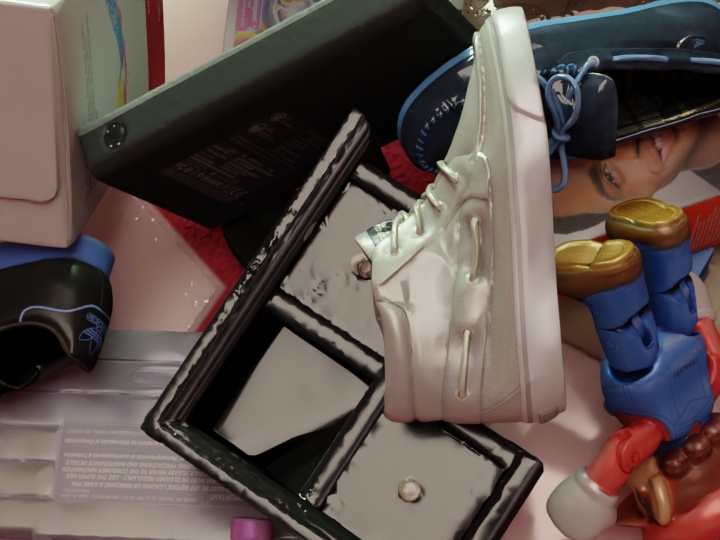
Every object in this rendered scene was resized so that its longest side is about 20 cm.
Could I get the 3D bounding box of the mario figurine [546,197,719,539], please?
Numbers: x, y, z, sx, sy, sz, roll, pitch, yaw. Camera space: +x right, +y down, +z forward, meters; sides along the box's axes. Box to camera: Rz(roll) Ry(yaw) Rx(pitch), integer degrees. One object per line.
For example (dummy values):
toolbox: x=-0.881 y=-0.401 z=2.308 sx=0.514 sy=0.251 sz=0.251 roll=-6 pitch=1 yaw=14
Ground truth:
mario figurine: x=0.144 y=0.067 z=0.804 sx=0.123 sy=0.106 sz=0.201 roll=-17 pitch=110 yaw=0

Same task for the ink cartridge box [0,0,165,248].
ink cartridge box: x=-0.208 y=-0.127 z=0.867 sx=0.145 sy=0.145 sz=0.200 roll=6 pitch=32 yaw=5

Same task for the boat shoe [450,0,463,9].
boat shoe: x=0.016 y=-0.218 z=0.951 sx=0.199 sy=0.068 sz=0.072 roll=21 pitch=52 yaw=18

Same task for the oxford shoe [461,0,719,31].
oxford shoe: x=0.157 y=-0.156 z=0.882 sx=0.199 sy=0.071 sz=0.073 roll=-13 pitch=76 yaw=-5

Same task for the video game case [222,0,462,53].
video game case: x=0.015 y=-0.167 z=0.963 sx=0.199 sy=0.018 sz=0.144 roll=-1 pitch=50 yaw=3

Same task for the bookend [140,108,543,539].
bookend: x=0.028 y=0.059 z=0.790 sx=0.200 sy=0.092 sz=0.199 roll=33 pitch=86 yaw=12

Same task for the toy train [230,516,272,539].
toy train: x=-0.049 y=0.219 z=0.805 sx=0.200 sy=0.056 sz=0.151 roll=29 pitch=86 yaw=10

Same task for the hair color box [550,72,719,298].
hair color box: x=0.168 y=-0.063 z=0.856 sx=0.199 sy=0.061 sz=0.102 roll=-19 pitch=63 yaw=-7

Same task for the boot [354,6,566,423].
boot: x=0.043 y=-0.025 z=0.720 sx=0.095 sy=0.074 sz=0.201 roll=-4 pitch=81 yaw=6

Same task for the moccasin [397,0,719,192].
moccasin: x=0.119 y=-0.094 z=0.793 sx=0.199 sy=0.081 sz=0.068 roll=-22 pitch=50 yaw=-8

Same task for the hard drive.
hard drive: x=-0.032 y=-0.089 z=0.821 sx=0.200 sy=0.140 sz=0.033 roll=-25 pitch=70 yaw=17

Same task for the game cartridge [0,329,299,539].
game cartridge: x=-0.113 y=0.099 z=0.870 sx=0.199 sy=0.038 sz=0.130 roll=2 pitch=71 yaw=5

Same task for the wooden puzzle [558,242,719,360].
wooden puzzle: x=0.160 y=-0.053 z=0.908 sx=0.185 sy=0.046 sz=0.200 roll=28 pitch=72 yaw=15

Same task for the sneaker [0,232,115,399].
sneaker: x=-0.231 y=0.038 z=0.856 sx=0.199 sy=0.070 sz=0.078 roll=-15 pitch=53 yaw=22

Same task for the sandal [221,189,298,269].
sandal: x=0.000 y=0.000 z=0.881 sx=0.200 sy=0.045 sz=0.075 roll=36 pitch=58 yaw=26
